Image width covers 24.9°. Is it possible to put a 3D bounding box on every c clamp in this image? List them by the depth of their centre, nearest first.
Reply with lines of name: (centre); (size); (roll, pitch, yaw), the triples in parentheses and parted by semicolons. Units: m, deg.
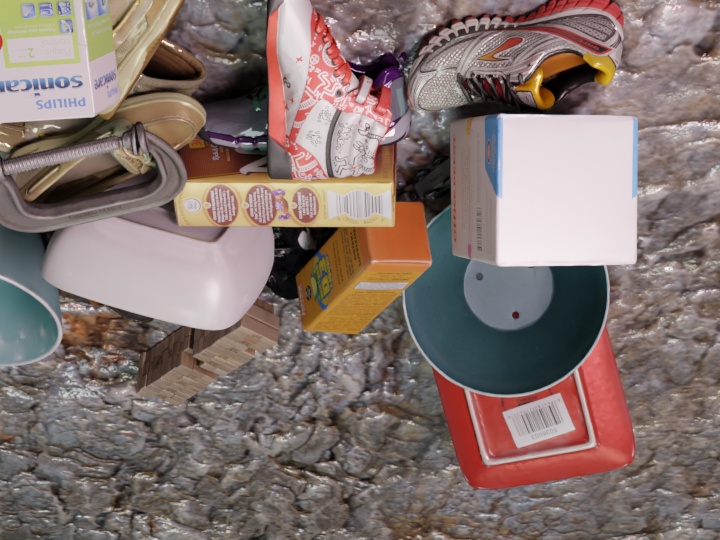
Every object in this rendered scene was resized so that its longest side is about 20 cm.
c clamp: (-0.247, -0.083, 1.382); (0.199, 0.027, 0.171); (-10, 148, -8)

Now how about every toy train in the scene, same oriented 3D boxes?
toy train: (0.037, -0.060, 1.626); (0.046, 0.034, 0.200); (-15, 164, -48)

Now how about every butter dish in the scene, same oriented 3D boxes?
butter dish: (0.197, 0.122, 1.809); (0.199, 0.148, 0.200); (-12, 100, 18)

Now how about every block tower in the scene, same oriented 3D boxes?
block tower: (-0.173, 0.089, 1.839); (0.058, 0.054, 0.200); (28, 138, -33)

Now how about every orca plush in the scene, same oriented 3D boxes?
orca plush: (-0.075, -0.019, 1.658); (0.105, 0.071, 0.200); (8, 145, -9)

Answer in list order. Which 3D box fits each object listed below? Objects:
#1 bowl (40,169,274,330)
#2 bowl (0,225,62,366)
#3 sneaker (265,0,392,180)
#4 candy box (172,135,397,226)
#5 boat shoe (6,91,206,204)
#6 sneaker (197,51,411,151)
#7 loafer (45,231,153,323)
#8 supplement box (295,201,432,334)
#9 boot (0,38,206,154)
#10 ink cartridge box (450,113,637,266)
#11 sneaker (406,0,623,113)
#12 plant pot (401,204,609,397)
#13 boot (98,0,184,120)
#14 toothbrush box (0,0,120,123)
bowl: (-0.182, -0.034, 1.538); (0.199, 0.200, 0.075); (17, 118, 4)
bowl: (-0.393, 0.004, 1.666); (0.200, 0.105, 0.201); (5, 148, 3)
sneaker: (-0.026, -0.171, 1.393); (0.107, 0.067, 0.202); (1, 118, 0)
candy box: (-0.066, -0.094, 1.500); (0.199, 0.117, 0.057); (-1, 128, 3)
boat shoe: (-0.224, -0.096, 1.439); (0.200, 0.063, 0.073); (-17, 148, 16)
sneaker: (-0.054, -0.162, 1.469); (0.199, 0.075, 0.088); (-2, 125, -1)
loafer: (-0.272, 0.009, 1.707); (0.072, 0.073, 0.200); (-14, 144, 21)
supplement box: (0.000, 0.000, 1.588); (0.068, 0.067, 0.200); (-1, 159, -21)
boot: (-0.252, -0.162, 1.454); (0.199, 0.072, 0.155); (13, 145, -25)
ink cartridge box: (0.156, -0.074, 1.456); (0.125, 0.129, 0.200); (-1, -175, -9)
sneaker: (0.130, -0.176, 1.409); (0.199, 0.082, 0.078); (-16, 143, 25)
plant pot: (0.146, 0.018, 1.631); (0.199, 0.201, 0.135); (-3, -177, 7)
boot: (-0.221, -0.240, 1.330); (0.155, 0.073, 0.200); (31, 117, -10)
toothbrush box: (-0.275, -0.219, 1.262); (0.145, 0.086, 0.201); (-2, 105, 7)
